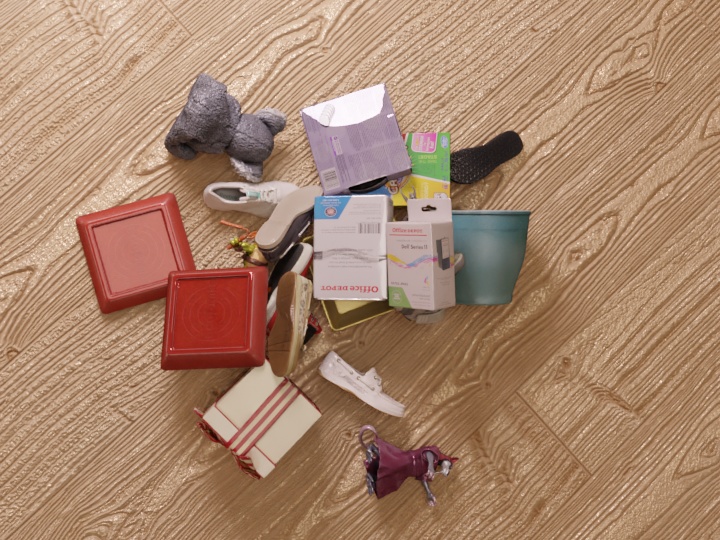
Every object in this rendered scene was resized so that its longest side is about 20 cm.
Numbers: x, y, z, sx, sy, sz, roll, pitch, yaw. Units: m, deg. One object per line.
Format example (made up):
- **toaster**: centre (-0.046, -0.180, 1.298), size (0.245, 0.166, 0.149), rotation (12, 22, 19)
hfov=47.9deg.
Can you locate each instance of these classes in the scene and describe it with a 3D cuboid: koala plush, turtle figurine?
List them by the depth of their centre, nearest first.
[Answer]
- **koala plush**: centre (-0.255, -0.272, 1.586), size (0.200, 0.184, 0.178), rotation (28, 84, -18)
- **turtle figurine**: centre (-0.218, -0.015, 1.617), size (0.200, 0.064, 0.161), rotation (22, 91, -36)

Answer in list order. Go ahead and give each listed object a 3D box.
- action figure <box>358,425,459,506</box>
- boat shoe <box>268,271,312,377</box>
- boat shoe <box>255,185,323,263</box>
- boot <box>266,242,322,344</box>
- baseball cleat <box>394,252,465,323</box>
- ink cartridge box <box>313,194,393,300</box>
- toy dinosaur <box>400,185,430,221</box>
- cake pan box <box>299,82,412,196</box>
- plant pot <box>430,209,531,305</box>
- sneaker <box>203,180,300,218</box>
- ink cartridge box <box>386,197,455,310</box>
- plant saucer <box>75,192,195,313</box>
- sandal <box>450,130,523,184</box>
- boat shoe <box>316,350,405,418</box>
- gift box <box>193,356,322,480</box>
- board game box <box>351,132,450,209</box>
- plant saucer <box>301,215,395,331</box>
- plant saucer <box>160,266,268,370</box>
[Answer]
- **action figure**: centre (0.103, 0.394, 1.654), size (0.200, 0.134, 0.149), rotation (-6, 46, -21)
- **boat shoe**: centre (-0.122, 0.102, 1.510), size (0.063, 0.073, 0.200), rotation (23, 67, -41)
- **boat shoe**: centre (-0.135, -0.093, 1.598), size (0.073, 0.063, 0.200), rotation (15, 48, 29)
- **boot**: centre (-0.116, 0.053, 1.616), size (0.144, 0.072, 0.200), rotation (27, 95, -31)
- **baseball cleat**: centre (0.150, 0.037, 1.586), size (0.106, 0.200, 0.070), rotation (45, 44, -12)
- **ink cartridge box**: centre (-0.012, -0.042, 1.577), size (0.145, 0.084, 0.200), rotation (0, 88, 11)
- **toy dinosaur**: centre (0.101, -0.057, 1.613), size (0.077, 0.102, 0.200), rotation (4, 126, -27)
- **cake pan box**: centre (-0.007, -0.256, 1.629), size (0.184, 0.052, 0.200), rotation (-18, 81, 7)
- **plant pot**: centre (0.241, -0.028, 1.634), size (0.200, 0.200, 0.188), rotation (-1, 95, -8)
- **sneaker**: centre (-0.210, -0.146, 1.617), size (0.200, 0.088, 0.075), rotation (-2, 87, -13)
- **ink cartridge box**: centre (0.110, -0.032, 1.500), size (0.067, 0.117, 0.200), rotation (-8, 97, -44)
- **plant saucer**: centre (-0.439, -0.036, 1.599), size (0.200, 0.037, 0.200), rotation (-16, 90, -9)
- **sandal**: centre (0.256, -0.233, 1.716), size (0.200, 0.048, 0.075), rotation (-25, 90, -21)
- **boat shoe**: centre (0.012, 0.229, 1.643), size (0.200, 0.071, 0.069), rotation (31, 85, -5)
- **gift box**: centre (-0.201, 0.276, 1.550), size (0.185, 0.200, 0.187), rotation (44, 84, 1)
- **board game box**: centre (0.084, -0.202, 1.656), size (0.200, 0.040, 0.153), rotation (0, 83, 7)
- **plant saucer**: centre (0.000, 0.000, 1.663), size (0.200, 0.048, 0.200), rotation (-19, 91, -8)
- **plant saucer**: centre (-0.277, 0.083, 1.520), size (0.200, 0.037, 0.200), rotation (-3, 68, 7)
